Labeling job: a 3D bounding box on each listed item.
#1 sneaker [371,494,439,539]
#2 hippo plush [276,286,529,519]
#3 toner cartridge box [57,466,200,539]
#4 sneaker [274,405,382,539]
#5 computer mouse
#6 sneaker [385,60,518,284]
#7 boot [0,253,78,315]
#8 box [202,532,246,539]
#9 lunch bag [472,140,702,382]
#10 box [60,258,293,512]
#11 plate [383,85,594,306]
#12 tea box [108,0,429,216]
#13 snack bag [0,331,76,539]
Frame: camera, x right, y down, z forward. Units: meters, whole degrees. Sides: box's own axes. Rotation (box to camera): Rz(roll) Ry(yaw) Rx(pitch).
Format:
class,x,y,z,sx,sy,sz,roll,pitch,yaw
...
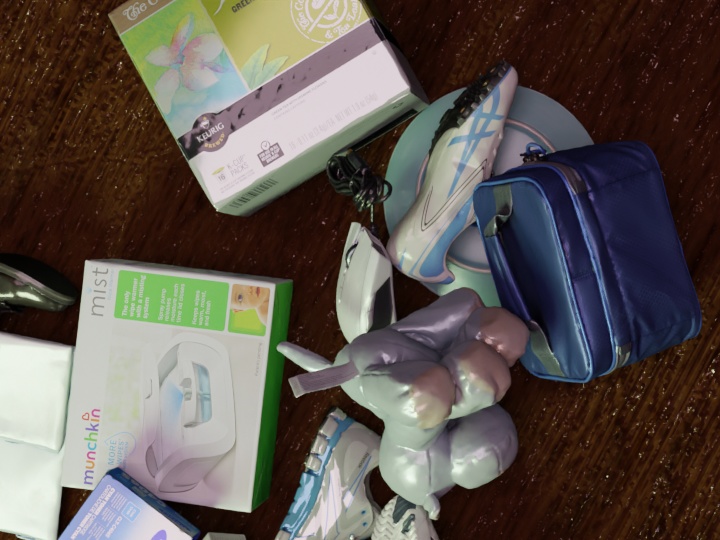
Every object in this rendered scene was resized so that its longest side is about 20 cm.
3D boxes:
class,x,y,z,sx,sy,sz,roll,pitch,yaw
sneaker,0.087,0.291,1.547,0.079,0.129,0.201,-41,57,41
hippo plush,0.057,0.128,1.475,0.198,0.159,0.162,-18,114,-4
toner cartridge box,-0.232,0.276,1.521,0.095,0.043,0.201,36,92,4
sneaker,-0.027,0.228,1.573,0.086,0.075,0.201,23,93,3
computer mouse,0.000,0.000,1.535,0.044,0.110,0.202,-12,115,-16
sneaker,0.090,-0.083,1.538,0.072,0.072,0.201,25,91,-13
boot,-0.363,0.066,1.637,0.198,0.069,0.176,14,97,13
box,-0.099,0.316,1.516,0.039,0.041,0.201,-53,43,35
lunch bag,0.176,-0.012,1.476,0.132,0.136,0.202,-22,97,-24
box,-0.161,0.098,1.583,0.175,0.097,0.202,8,92,7
plate,0.117,-0.066,1.575,0.198,0.026,0.202,0,88,9
tea box,-0.076,-0.182,1.552,0.199,0.134,0.198,-31,84,8
snack bag,-0.353,0.144,1.614,0.187,0.021,0.202,11,107,2
